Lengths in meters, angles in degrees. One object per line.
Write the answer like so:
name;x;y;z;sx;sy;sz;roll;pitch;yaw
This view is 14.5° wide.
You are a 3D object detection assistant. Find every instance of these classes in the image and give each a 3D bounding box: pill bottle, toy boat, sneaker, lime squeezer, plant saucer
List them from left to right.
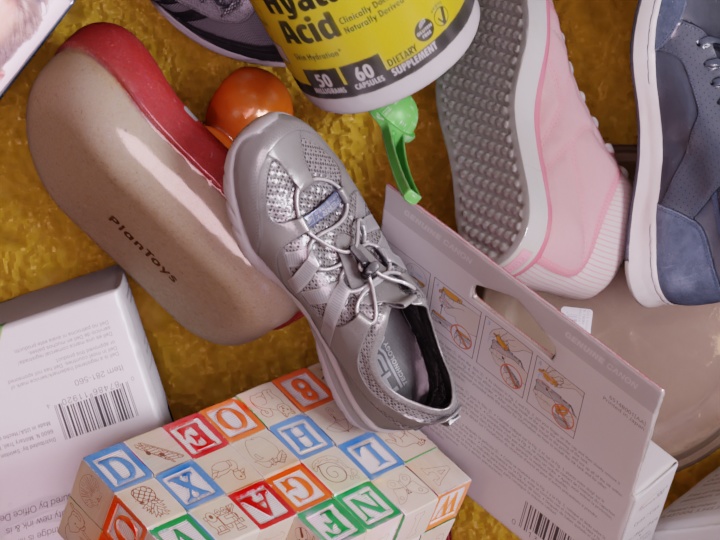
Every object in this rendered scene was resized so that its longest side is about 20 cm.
sneaker;-0.100;-0.174;1.559;0.199;0.114;0.076;34;96;-7
toy boat;-0.088;-0.064;1.589;0.200;0.130;0.131;45;64;-9
pill bottle;-0.024;-0.191;1.501;0.111;0.111;0.201;-30;121;2
sneaker;0.000;0.000;1.503;0.075;0.082;0.201;-43;117;-26
lime squeezer;0.032;-0.103;1.571;0.070;0.201;0.038;-11;136;34
sneaker;0.104;-0.073;1.593;0.104;0.201;0.075;23;143;-38
plant saucer;0.153;0.028;1.647;0.198;0.029;0.202;0;100;-3
sneaker;0.221;-0.080;1.536;0.145;0.077;0.204;2;92;36

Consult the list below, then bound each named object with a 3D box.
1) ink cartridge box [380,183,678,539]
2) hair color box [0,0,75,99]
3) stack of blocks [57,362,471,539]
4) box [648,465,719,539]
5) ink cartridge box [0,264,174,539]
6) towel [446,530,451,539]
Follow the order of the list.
ink cartridge box;0.086;0.059;1.547;0.200;0.045;0.177;38;140;24
hair color box;-0.257;-0.106;1.590;0.100;0.061;0.200;37;95;-8
stack of blocks;-0.050;0.129;1.543;0.115;0.199;0.059;43;131;26
box;0.302;0.182;1.565;0.171;0.199;0.200;-32;101;-37
ink cartridge box;-0.173;0.118;1.616;0.145;0.084;0.201;-17;100;0
towel;-0.009;0.218;1.645;0.143;0.023;0.202;-5;100;-28
